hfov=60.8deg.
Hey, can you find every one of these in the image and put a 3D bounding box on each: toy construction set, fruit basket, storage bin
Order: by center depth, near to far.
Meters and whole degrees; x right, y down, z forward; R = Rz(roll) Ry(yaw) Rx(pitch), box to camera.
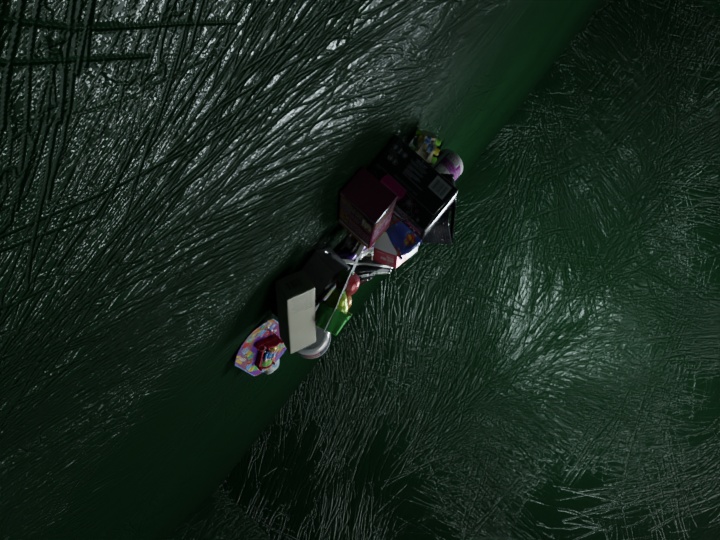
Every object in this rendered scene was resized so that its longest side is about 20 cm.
[{"bbox_3d":[-0.052,0.058,1.570,0.185,0.091,0.205,0,108,-89],"label":"fruit basket"},{"bbox_3d":[0.146,-0.288,1.623,0.200,0.091,0.133,-46,-159,40],"label":"toy construction set"},{"bbox_3d":[0.201,-0.162,1.627,0.200,0.091,0.139,51,46,-71],"label":"storage bin"}]

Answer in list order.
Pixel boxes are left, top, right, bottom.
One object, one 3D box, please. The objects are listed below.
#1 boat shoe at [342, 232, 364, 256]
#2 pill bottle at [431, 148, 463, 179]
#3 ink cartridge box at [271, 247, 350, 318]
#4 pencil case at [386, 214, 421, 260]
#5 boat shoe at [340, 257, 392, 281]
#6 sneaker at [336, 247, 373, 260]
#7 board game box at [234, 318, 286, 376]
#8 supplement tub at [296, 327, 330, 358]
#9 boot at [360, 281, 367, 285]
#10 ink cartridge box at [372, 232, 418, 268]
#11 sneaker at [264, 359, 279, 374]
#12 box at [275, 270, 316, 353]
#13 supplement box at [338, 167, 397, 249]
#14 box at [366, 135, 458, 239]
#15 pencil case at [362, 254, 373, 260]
[{"bbox_3d":[-0.007,-0.114,1.652,0.074,0.059,0.202,-56,-169,38],"label":"boat shoe"},{"bbox_3d":[0.262,-0.320,2.120,0.200,0.112,0.113,-46,172,-29],"label":"pill bottle"},{"bbox_3d":[-0.130,0.048,1.630,0.201,0.082,0.145,-52,172,14],"label":"ink cartridge box"},{"bbox_3d":[0.081,-0.132,1.602,0.077,0.202,0.087,-34,-176,-2],"label":"pencil case"},{"bbox_3d":[0.000,0.000,1.742,0.075,0.194,0.062,-156,-108,-71],"label":"boat shoe"},{"bbox_3d":[-0.021,-0.076,1.824,0.199,0.079,0.085,-35,129,-39],"label":"sneaker"},{"bbox_3d":[-0.250,0.223,1.657,0.159,0.039,0.200,-48,151,-7],"label":"board game box"},{"bbox_3d":[-0.167,0.215,2.023,0.141,0.140,0.200,-48,173,-10],"label":"supplement tub"},{"bbox_3d":[-0.033,0.012,1.844,0.182,0.066,0.200,-18,173,-6],"label":"boot"},{"bbox_3d":[0.109,-0.131,1.726,0.145,0.083,0.205,-36,137,-50],"label":"ink cartridge box"},{"bbox_3d":[-0.282,0.252,1.793,0.080,0.076,0.202,-38,160,-29],"label":"sneaker"},{"bbox_3d":[-0.155,0.103,1.489,0.081,0.069,0.203,-22,140,-25],"label":"box"},{"bbox_3d":[0.013,-0.143,1.450,0.086,0.110,0.200,-48,173,-13],"label":"supplement box"},{"bbox_3d":[0.119,-0.197,1.473,0.133,0.199,0.115,-48,174,-5],"label":"box"},{"bbox_3d":[0.057,-0.111,1.985,0.077,0.091,0.200,-10,-151,49],"label":"pencil case"}]
